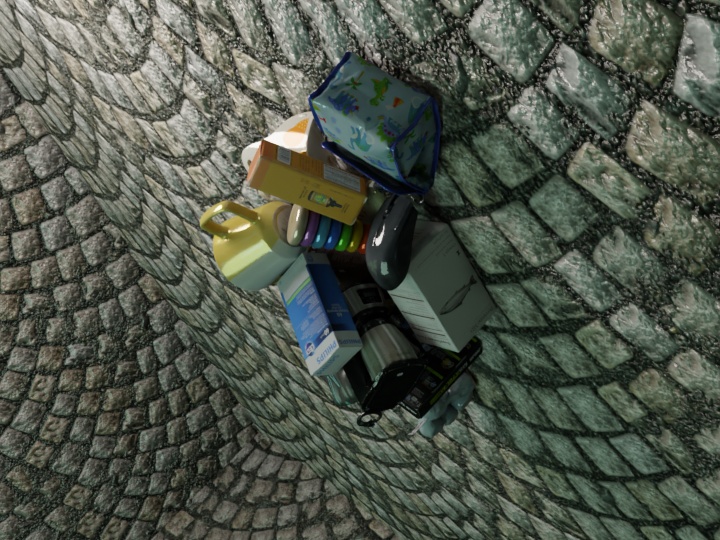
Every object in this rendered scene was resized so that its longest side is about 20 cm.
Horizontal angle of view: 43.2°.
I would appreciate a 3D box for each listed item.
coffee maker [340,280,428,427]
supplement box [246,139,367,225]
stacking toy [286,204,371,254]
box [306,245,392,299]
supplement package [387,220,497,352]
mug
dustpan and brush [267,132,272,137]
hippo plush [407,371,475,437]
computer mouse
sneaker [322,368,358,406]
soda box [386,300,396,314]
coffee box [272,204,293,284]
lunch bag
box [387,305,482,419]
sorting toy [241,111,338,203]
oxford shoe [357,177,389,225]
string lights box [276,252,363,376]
[{"bbox_3d":[0.006,0.151,1.678,0.134,0.192,0.200,18,-146,-49],"label":"coffee maker"},{"bbox_3d":[-0.090,-0.150,1.554,0.199,0.069,0.067,22,122,-15],"label":"supplement box"},{"bbox_3d":[-0.026,-0.068,1.615,0.199,0.086,0.085,12,166,-15],"label":"stacking toy"},{"bbox_3d":[0.000,0.000,1.745,0.199,0.075,0.100,-2,139,23],"label":"box"},{"bbox_3d":[0.128,0.026,1.598,0.117,0.117,0.200,10,139,55],"label":"supplement package"},{"bbox_3d":[-0.186,-0.054,1.687,0.153,0.186,0.150,-27,77,44],"label":"mug"},{"bbox_3d":[-0.125,-0.202,1.760,0.139,0.057,0.201,29,153,40],"label":"dustpan and brush"},{"bbox_3d":[0.128,0.256,1.948,0.161,0.199,0.160,45,139,27],"label":"hippo plush"},{"bbox_3d":[0.044,-0.069,1.498,0.052,0.201,0.138,9,178,-35],"label":"computer mouse"},{"bbox_3d":[-0.053,0.170,1.776,0.079,0.075,0.201,-31,71,37],"label":"sneaker"},{"bbox_3d":[0.047,0.081,1.910,0.064,0.068,0.200,27,156,21],"label":"soda box"},{"bbox_3d":[-0.156,-0.055,1.864,0.044,0.200,0.123,40,-158,14],"label":"coffee box"},{"bbox_3d":[0.028,-0.205,1.377,0.170,0.128,0.200,36,170,21],"label":"lunch bag"},{"bbox_3d":[0.105,0.166,1.797,0.200,0.193,0.048,32,154,33],"label":"box"},{"bbox_3d":[-0.130,-0.177,1.684,0.179,0.107,0.201,1,134,36],"label":"sorting toy"},{"bbox_3d":[0.008,-0.105,1.655,0.071,0.074,0.200,45,159,11],"label":"oxford shoe"},{"bbox_3d":[-0.077,0.078,1.648,0.103,0.059,0.201,-46,56,39],"label":"string lights box"}]
